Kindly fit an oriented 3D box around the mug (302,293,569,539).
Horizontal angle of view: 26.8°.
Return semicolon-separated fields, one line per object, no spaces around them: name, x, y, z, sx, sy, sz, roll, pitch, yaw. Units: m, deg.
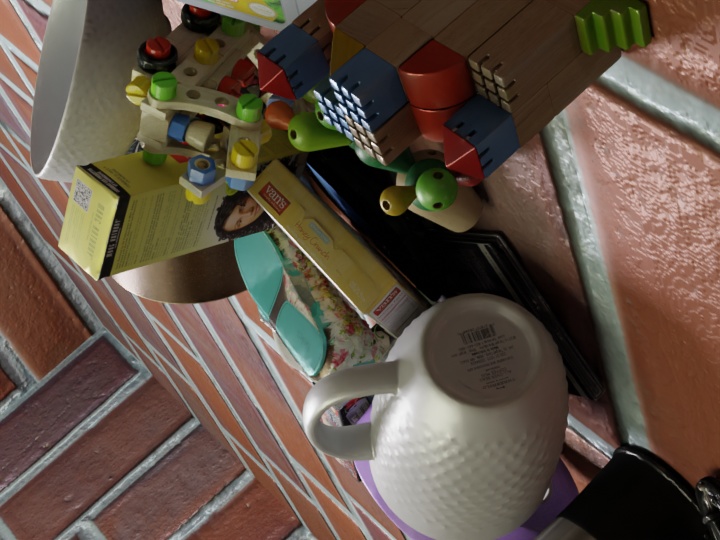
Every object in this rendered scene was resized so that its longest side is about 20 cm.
mug;0.056;0.102;1.109;0.176;0.198;0.149;94;171;-59

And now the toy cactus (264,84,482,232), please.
toy cactus;0.028;-0.086;1.025;0.165;0.103;0.199;36;175;-42

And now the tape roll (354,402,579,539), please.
tape roll;0.091;0.171;1.287;0.199;0.066;0.201;30;-157;-14

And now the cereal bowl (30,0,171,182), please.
cereal bowl;-0.203;-0.166;1.211;0.082;0.202;0.200;10;179;-20

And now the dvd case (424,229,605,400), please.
dvd case;0.104;0.029;1.198;0.149;0.016;0.200;55;166;-15

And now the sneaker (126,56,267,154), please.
sneaker;-0.150;-0.097;1.244;0.081;0.200;0.075;43;-153;-9

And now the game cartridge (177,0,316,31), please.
game cartridge;-0.090;-0.209;0.957;0.198;0.041;0.134;18;157;13

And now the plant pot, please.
plant pot;-0.159;-0.107;1.369;0.187;0.186;0.201;37;146;39

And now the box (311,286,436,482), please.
box;0.026;0.106;1.384;0.040;0.137;0.200;42;164;21

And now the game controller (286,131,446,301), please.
game controller;0.000;-0.050;1.214;0.200;0.042;0.105;47;167;46

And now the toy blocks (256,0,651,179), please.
toy blocks;0.032;-0.117;0.782;0.200;0.137;0.100;38;162;36

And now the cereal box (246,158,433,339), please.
cereal box;0.000;0.000;1.183;0.144;0.040;0.200;46;-177;25

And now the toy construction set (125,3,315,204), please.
toy construction set;-0.094;-0.129;1.100;0.130;0.200;0.093;26;121;11

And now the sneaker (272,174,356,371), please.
sneaker;-0.044;-0.023;1.346;0.073;0.116;0.202;9;128;21

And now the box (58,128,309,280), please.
box;-0.127;-0.056;1.127;0.050;0.199;0.076;38;126;28

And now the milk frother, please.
milk frother;0.192;0.238;1.119;0.180;0.188;0.201;40;164;27

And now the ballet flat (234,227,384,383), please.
ballet flat;-0.043;0.026;1.219;0.201;0.063;0.076;57;133;44
